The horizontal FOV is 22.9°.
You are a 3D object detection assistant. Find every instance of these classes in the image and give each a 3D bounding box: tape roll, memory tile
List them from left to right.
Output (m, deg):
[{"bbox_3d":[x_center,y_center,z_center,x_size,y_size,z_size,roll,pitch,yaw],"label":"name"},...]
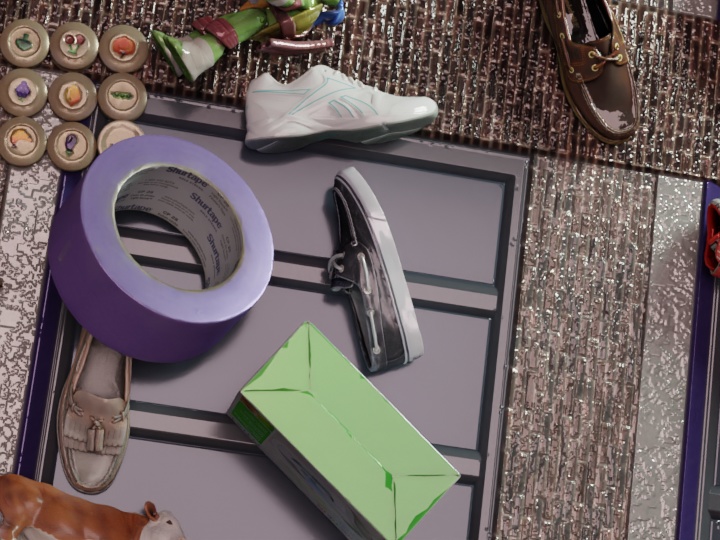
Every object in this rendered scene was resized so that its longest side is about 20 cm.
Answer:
[{"bbox_3d":[-0.309,-0.175,1.758,0.197,0.017,0.155,2,79,-10],"label":"memory tile"},{"bbox_3d":[-0.187,-0.021,1.671,0.198,0.085,0.202,17,54,-24],"label":"tape roll"}]

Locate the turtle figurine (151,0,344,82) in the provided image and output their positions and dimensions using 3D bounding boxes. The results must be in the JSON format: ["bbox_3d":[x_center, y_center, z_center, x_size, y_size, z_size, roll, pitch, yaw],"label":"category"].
[{"bbox_3d":[-0.120,-0.284,1.750,0.193,0.201,0.144,-34,52,-10],"label":"turtle figurine"}]

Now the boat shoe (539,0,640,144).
[{"bbox_3d":[0.237,-0.230,1.835,0.070,0.070,0.202,-23,85,-14],"label":"boat shoe"}]

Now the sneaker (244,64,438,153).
[{"bbox_3d":[-0.020,-0.168,1.779,0.198,0.070,0.081,-4,77,-10],"label":"sneaker"}]

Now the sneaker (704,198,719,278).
[{"bbox_3d":[0.413,0.014,1.819,0.107,0.067,0.204,-8,77,-10],"label":"sneaker"}]

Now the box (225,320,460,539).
[{"bbox_3d":[-0.020,0.159,1.659,0.200,0.176,0.097,45,75,1],"label":"box"}]

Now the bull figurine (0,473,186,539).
[{"bbox_3d":[-0.262,0.254,1.649,0.198,0.066,0.122,18,45,2],"label":"bull figurine"}]

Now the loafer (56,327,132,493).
[{"bbox_3d":[-0.248,0.109,1.689,0.071,0.063,0.203,9,78,-8],"label":"loafer"}]

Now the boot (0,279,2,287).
[{"bbox_3d":[-0.453,-0.017,1.677,0.199,0.074,0.156,-25,85,-25],"label":"boot"}]

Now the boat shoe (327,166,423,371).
[{"bbox_3d":[0.000,0.000,1.753,0.067,0.072,0.202,-18,90,-14],"label":"boat shoe"}]
